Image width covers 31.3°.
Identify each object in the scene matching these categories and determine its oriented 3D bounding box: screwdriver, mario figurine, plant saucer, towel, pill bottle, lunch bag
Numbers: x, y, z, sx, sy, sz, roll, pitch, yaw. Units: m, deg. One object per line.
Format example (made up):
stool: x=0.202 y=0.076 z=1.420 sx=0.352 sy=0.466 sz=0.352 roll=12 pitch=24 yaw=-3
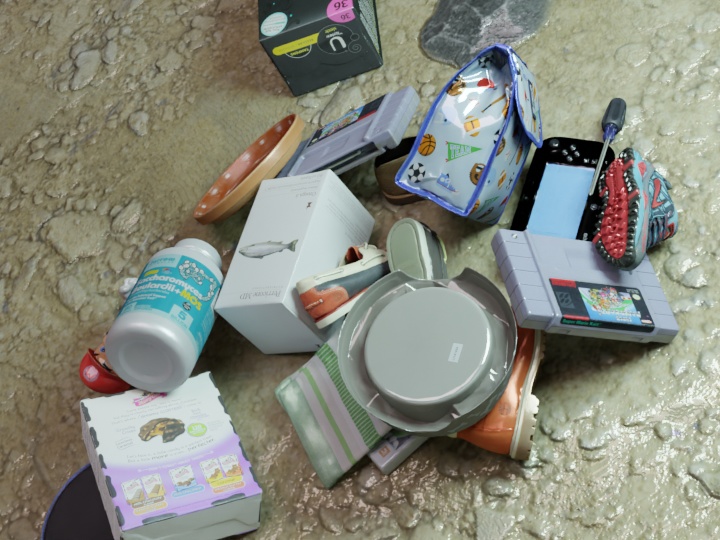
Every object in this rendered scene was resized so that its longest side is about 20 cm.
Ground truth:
screwdriver: x=0.300 y=-0.148 z=1.578 sx=0.028 sy=0.029 sz=0.201 roll=17 pitch=48 yaw=9
mario figurine: x=-0.284 y=0.078 z=1.674 sx=0.200 sy=0.106 sz=0.123 roll=-42 pitch=24 yaw=-15
plant saucer: x=-0.149 y=-0.134 z=1.759 sx=0.200 sy=0.032 sz=0.201 roll=-42 pitch=15 yaw=14
towel: x=-0.006 y=0.132 z=1.502 sx=0.200 sy=0.023 sz=0.153 roll=-45 pitch=53 yaw=18
pill bottle: x=-0.233 y=0.047 z=1.588 sx=0.110 sy=0.111 sz=0.201 roll=-8 pitch=35 yaw=20
lunch bag: x=0.149 y=-0.165 z=1.550 sx=0.123 sy=0.170 sz=0.202 roll=25 pitch=95 yaw=16

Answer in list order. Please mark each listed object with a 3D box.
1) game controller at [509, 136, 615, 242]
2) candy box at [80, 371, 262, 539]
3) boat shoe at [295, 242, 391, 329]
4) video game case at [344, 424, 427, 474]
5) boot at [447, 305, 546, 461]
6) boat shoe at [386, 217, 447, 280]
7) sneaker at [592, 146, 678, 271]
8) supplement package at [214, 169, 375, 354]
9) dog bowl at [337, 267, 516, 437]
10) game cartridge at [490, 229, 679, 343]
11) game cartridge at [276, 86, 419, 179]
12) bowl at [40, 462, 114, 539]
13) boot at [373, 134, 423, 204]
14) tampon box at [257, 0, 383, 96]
game controller: x=0.246 y=-0.079 z=1.574 sx=0.103 sy=0.042 sz=0.201 roll=4 pitch=59 yaw=29
candy box: x=-0.227 y=0.228 z=1.518 sx=0.166 sy=0.072 sz=0.201 roll=-11 pitch=45 yaw=-20
boat shoe: x=0.000 y=0.000 z=1.572 sx=0.200 sy=0.063 sz=0.071 roll=-35 pitch=2 yaw=-41
video game case: x=0.052 y=0.119 z=1.538 sx=0.200 sy=0.023 sz=0.182 roll=-41 pitch=49 yaw=-6
boot: x=0.153 y=0.106 z=1.442 sx=0.106 sy=0.075 sz=0.202 roll=9 pitch=61 yaw=9
boat shoe: x=0.076 y=0.040 z=1.520 sx=0.071 sy=0.060 sz=0.203 roll=-17 pitch=68 yaw=39
sneaker: x=0.327 y=-0.064 z=1.468 sx=0.079 sy=0.095 sz=0.201 roll=-51 pitch=13 yaw=39
supplement package: x=-0.080 y=-0.009 z=1.623 sx=0.116 sy=0.117 sz=0.201 roll=-6 pitch=54 yaw=35
dog bowl: x=0.077 y=0.090 z=1.406 sx=0.198 sy=0.059 sz=0.202 roll=-8 pitch=58 yaw=13
game cartridge: x=0.251 y=0.018 z=1.425 sx=0.198 sy=0.039 sz=0.130 roll=6 pitch=42 yaw=-23
game cartridge: x=-0.020 y=-0.171 z=1.709 sx=0.199 sy=0.038 sz=0.130 roll=-24 pitch=28 yaw=31
bowl: x=-0.300 y=0.311 z=1.560 sx=0.199 sy=0.039 sz=0.202 roll=-13 pitch=51 yaw=17
boot: x=0.112 y=-0.147 z=1.669 sx=0.198 sy=0.076 sz=0.074 roll=-18 pitch=49 yaw=12
tampon box: x=-0.062 y=-0.388 z=1.894 sx=0.149 sy=0.126 sz=0.201 roll=-18 pitch=51 yaw=15
